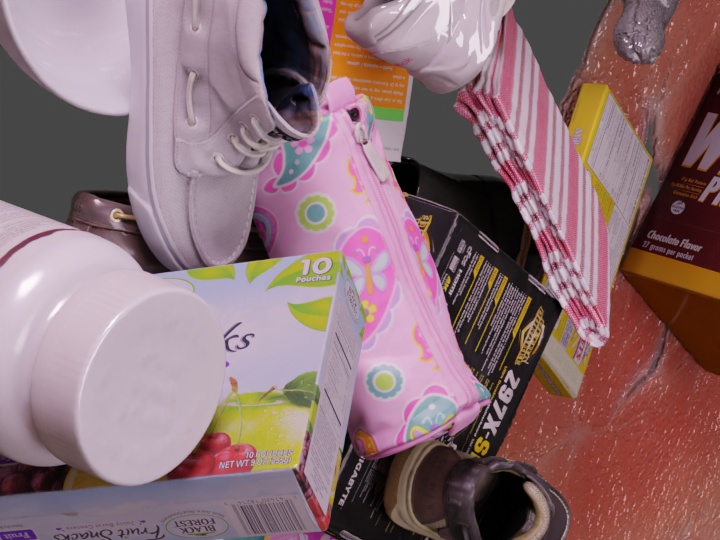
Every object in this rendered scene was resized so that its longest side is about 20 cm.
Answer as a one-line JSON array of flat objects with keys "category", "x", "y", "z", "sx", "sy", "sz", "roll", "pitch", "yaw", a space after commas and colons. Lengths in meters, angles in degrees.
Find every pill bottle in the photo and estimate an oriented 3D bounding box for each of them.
[{"category": "pill bottle", "x": -0.164, "y": 0.026, "z": 0.942, "sx": 0.109, "sy": 0.199, "sz": 0.110, "roll": -24, "pitch": 123, "yaw": -43}]

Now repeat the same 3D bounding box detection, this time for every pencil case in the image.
[{"category": "pencil case", "x": 0.000, "y": 0.000, "z": 1.105, "sx": 0.087, "sy": 0.087, "sz": 0.201, "roll": -23, "pitch": 92, "yaw": -44}]

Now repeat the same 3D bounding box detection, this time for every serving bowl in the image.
[{"category": "serving bowl", "x": -0.123, "y": -0.181, "z": 1.012, "sx": 0.200, "sy": 0.066, "sz": 0.201, "roll": -29, "pitch": 129, "yaw": -42}]

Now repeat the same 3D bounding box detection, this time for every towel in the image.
[{"category": "towel", "x": 0.115, "y": -0.065, "z": 1.304, "sx": 0.201, "sy": 0.030, "sz": 0.147, "roll": 62, "pitch": 21, "yaw": -26}]

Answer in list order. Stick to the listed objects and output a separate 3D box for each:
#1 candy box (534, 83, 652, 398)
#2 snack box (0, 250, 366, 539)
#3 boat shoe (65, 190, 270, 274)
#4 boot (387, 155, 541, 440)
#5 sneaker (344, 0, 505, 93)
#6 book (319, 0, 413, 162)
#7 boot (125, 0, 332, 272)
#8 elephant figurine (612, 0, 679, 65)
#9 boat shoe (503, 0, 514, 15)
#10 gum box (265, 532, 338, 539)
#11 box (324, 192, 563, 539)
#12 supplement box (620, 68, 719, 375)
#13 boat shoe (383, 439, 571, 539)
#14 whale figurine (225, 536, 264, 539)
[{"category": "candy box", "x": 0.155, "y": -0.022, "z": 1.433, "sx": 0.102, "sy": 0.026, "sz": 0.201, "roll": 51, "pitch": 53, "yaw": -51}, {"category": "snack box", "x": -0.104, "y": 0.067, "z": 1.000, "sx": 0.143, "sy": 0.199, "sz": 0.053, "roll": -79, "pitch": 155, "yaw": -45}, {"category": "boat shoe", "x": -0.083, "y": -0.022, "z": 1.132, "sx": 0.199, "sy": 0.072, "sz": 0.060, "roll": -8, "pitch": 114, "yaw": -43}, {"category": "boot", "x": 0.043, "y": 0.029, "z": 1.318, "sx": 0.138, "sy": 0.077, "sz": 0.201, "roll": 15, "pitch": 82, "yaw": -48}, {"category": "sneaker", "x": 0.042, "y": -0.208, "z": 1.147, "sx": 0.099, "sy": 0.078, "sz": 0.201, "roll": 17, "pitch": 78, "yaw": -34}, {"category": "book", "x": -0.017, "y": -0.168, "z": 1.173, "sx": 0.133, "sy": 0.048, "sz": 0.201, "roll": 1, "pitch": 102, "yaw": -50}, {"category": "boot", "x": -0.063, "y": -0.073, "z": 1.010, "sx": 0.073, "sy": 0.095, "sz": 0.201, "roll": -33, "pitch": 132, "yaw": -38}, {"category": "elephant figurine", "x": 0.192, "y": -0.241, "z": 1.322, "sx": 0.200, "sy": 0.155, "sz": 0.142, "roll": -25, "pitch": 146, "yaw": -54}, {"category": "boat shoe", "x": 0.080, "y": -0.237, "z": 1.251, "sx": 0.060, "sy": 0.072, "sz": 0.203, "roll": 130, "pitch": -25, "yaw": -73}, {"category": "gum box", "x": -0.037, "y": 0.123, "z": 1.250, "sx": 0.201, "sy": 0.066, "sz": 0.114, "roll": -60, "pitch": 142, "yaw": -15}, {"category": "box", "x": 0.036, "y": 0.076, "z": 1.224, "sx": 0.160, "sy": 0.049, "sz": 0.201, "roll": 37, "pitch": 76, "yaw": -56}, {"category": "supplement box", "x": 0.336, "y": -0.028, "z": 1.598, "sx": 0.197, "sy": 0.132, "sz": 0.201, "roll": 43, "pitch": 71, "yaw": -50}, {"category": "boat shoe", "x": 0.084, "y": 0.150, "z": 1.228, "sx": 0.200, "sy": 0.065, "sz": 0.074, "roll": 23, "pitch": 86, "yaw": -56}, {"category": "whale figurine", "x": -0.136, "y": 0.131, "z": 1.092, "sx": 0.199, "sy": 0.103, "sz": 0.160, "roll": 12, "pitch": 77, "yaw": -41}]
